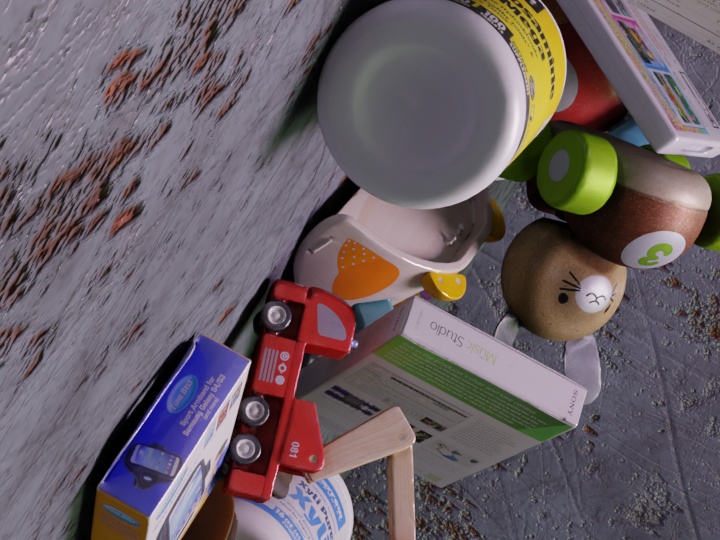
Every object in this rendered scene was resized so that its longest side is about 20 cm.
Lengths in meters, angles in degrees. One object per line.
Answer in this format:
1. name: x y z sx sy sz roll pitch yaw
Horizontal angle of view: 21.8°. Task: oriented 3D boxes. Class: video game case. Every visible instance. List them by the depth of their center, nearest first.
1. video game case: 0.191 -0.170 1.366 0.024 0.200 0.182 -35 169 20

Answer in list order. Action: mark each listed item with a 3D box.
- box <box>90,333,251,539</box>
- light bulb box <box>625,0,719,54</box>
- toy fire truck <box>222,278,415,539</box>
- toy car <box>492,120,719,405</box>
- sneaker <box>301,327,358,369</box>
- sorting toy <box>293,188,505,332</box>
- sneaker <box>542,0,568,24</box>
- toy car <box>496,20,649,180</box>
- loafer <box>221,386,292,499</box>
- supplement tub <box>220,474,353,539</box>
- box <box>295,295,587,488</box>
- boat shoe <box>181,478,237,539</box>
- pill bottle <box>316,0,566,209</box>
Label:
1. box: -0.118 0.124 1.134 0.119 0.041 0.200 -58 175 -30
2. light bulb box: 0.186 -0.241 1.068 0.125 0.198 0.200 -59 176 -12
3. toy fire truck: -0.017 0.116 1.239 0.049 0.141 0.200 138 -34 -75
4. toy car: 0.158 0.002 1.334 0.158 0.164 0.200 35 -71 57
5. sneaker: -0.013 0.032 1.567 0.200 0.072 0.083 -58 -162 2
6. sorting toy: 0.000 0.000 1.382 0.180 0.107 0.200 -39 -174 35
7. sneaker: 0.100 -0.142 1.424 0.073 0.085 0.200 -55 175 -45
8. toy car: 0.130 -0.134 1.534 0.200 0.184 0.177 -30 178 8
9. loafer: -0.072 0.121 1.369 0.071 0.073 0.200 -58 175 -4
10. supplement tub: -0.087 0.219 1.477 0.132 0.132 0.200 -60 174 15
11. box: 0.049 0.091 1.332 0.200 0.144 0.036 -34 -149 59
12. boat shoe: -0.139 0.231 1.253 0.200 0.070 0.070 -55 167 -39
13. pill bottle: 0.055 -0.110 1.060 0.113 0.112 0.200 -61 174 21
